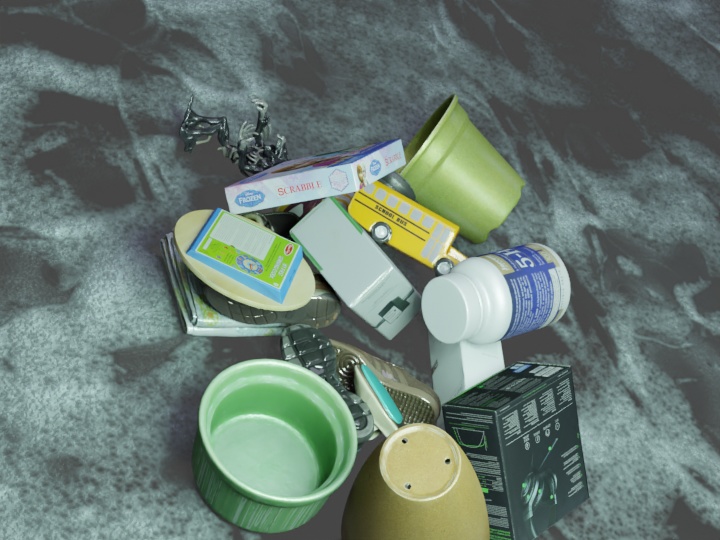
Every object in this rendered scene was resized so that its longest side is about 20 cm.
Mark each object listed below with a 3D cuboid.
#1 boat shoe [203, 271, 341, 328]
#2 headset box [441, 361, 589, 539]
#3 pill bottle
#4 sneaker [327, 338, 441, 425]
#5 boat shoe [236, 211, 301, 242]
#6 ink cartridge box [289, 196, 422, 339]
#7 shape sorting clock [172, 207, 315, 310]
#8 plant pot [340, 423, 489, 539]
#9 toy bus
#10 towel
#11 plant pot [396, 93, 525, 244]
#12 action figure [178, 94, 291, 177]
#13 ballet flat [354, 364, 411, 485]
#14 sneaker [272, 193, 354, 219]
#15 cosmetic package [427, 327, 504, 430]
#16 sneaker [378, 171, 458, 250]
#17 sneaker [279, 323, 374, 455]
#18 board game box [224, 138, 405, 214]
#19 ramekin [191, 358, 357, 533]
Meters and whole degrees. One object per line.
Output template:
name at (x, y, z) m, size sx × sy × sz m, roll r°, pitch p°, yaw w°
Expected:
boat shoe at (-0.121, 0.027, 1.650) m, size 0.197 × 0.076 × 0.072 m, roll 13°, pitch 39°, yaw -30°
headset box at (0.205, 0.243, 1.593) m, size 0.092 × 0.203 × 0.173 m, roll 1°, pitch 17°, yaw 44°
pill bottle at (0.184, 0.036, 1.691) m, size 0.198 × 0.120 × 0.120 m, roll -13°, pitch 55°, yaw -40°
sneaker at (0.019, 0.153, 1.683) m, size 0.198 × 0.071 × 0.076 m, roll 31°, pitch 15°, yaw 4°
boat shoe at (-0.148, -0.047, 1.703) m, size 0.073 × 0.065 × 0.199 m, roll 46°, pitch 42°, yaw 19°
ink cartridge box at (0.000, 0.000, 1.716) m, size 0.147 × 0.083 × 0.200 m, roll 49°, pitch 1°, yaw 22°
shape sorting clock at (-0.149, -0.013, 1.581) m, size 0.197 × 0.040 × 0.201 m, roll 20°, pitch 27°, yaw -11°
plant pot at (0.068, 0.266, 1.428) m, size 0.183 × 0.201 × 0.189 m, roll 0°, pitch 57°, yaw 0°
toy bus at (0.076, -0.055, 1.795) m, size 0.198 × 0.079 × 0.065 m, roll 29°, pitch -2°, yaw 6°
towel at (-0.171, 0.018, 1.713) m, size 0.197 × 0.048 × 0.173 m, roll 1°, pitch 51°, yaw -30°
plant pot at (0.159, -0.148, 1.989) m, size 0.183 × 0.200 × 0.201 m, roll 38°, pitch 39°, yaw -7°
action figure at (-0.179, -0.204, 1.895) m, size 0.197 × 0.103 × 0.119 m, roll 19°, pitch 29°, yaw -10°
ballet flat at (0.040, 0.216, 1.606) m, size 0.201 × 0.070 × 0.069 m, roll 50°, pitch 43°, yaw 9°
sneaker at (-0.037, -0.089, 1.887) m, size 0.198 × 0.075 × 0.091 m, roll -20°, pitch 61°, yaw -33°
cosmetic package at (0.150, 0.130, 1.744) m, size 0.073 × 0.102 × 0.202 m, roll 15°, pitch 40°, yaw -15°
sneaker at (0.073, -0.067, 1.897) m, size 0.079 × 0.075 × 0.200 m, roll -49°, pitch 113°, yaw -12°
sneaker at (-0.055, 0.160, 1.608) m, size 0.074 × 0.080 × 0.201 m, roll -15°, pitch 56°, yaw -27°
board game box at (-0.060, -0.134, 1.730) m, size 0.200 × 0.196 × 0.042 m, roll -36°, pitch 114°, yaw -64°
ramekin at (-0.110, 0.217, 1.488) m, size 0.197 × 0.098 × 0.202 m, roll 13°, pitch 45°, yaw -13°
